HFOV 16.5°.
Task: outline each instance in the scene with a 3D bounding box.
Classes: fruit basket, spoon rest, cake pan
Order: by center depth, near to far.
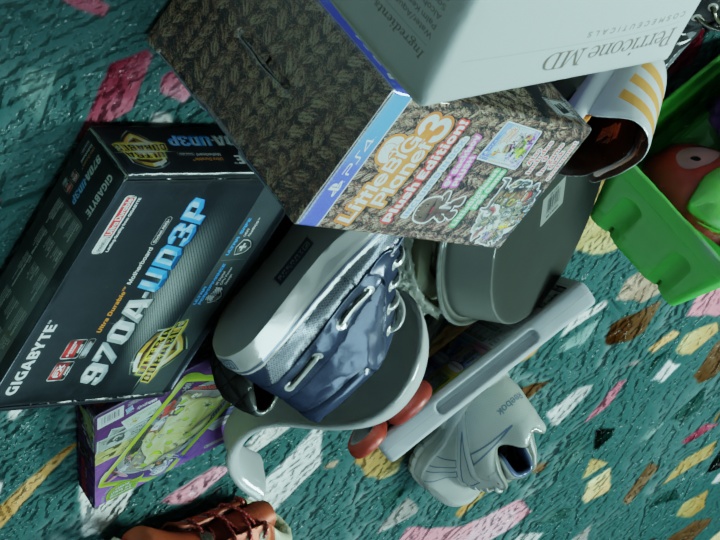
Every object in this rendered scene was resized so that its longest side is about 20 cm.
[{"bbox_3d":[0.114,-0.051,1.677,0.200,0.037,0.201,-49,151,-39],"label":"cake pan"},{"bbox_3d":[-0.028,0.086,1.700,0.060,0.100,0.200,24,129,-36],"label":"spoon rest"},{"bbox_3d":[0.287,-0.083,1.750,0.215,0.156,0.216,-42,175,-4],"label":"fruit basket"}]

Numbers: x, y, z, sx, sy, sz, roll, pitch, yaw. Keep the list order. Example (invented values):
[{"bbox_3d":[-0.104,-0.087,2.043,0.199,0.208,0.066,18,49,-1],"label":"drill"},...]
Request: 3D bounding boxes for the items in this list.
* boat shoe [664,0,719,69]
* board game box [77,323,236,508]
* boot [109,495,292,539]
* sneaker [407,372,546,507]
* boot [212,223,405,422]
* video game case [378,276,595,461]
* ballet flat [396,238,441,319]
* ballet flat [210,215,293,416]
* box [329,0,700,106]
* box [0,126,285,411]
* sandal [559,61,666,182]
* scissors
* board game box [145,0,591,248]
[{"bbox_3d":[0.231,-0.193,1.635,0.201,0.066,0.070,-58,153,14],"label":"boat shoe"},{"bbox_3d":[-0.103,0.082,1.714,0.199,0.032,0.120,-26,146,-23],"label":"board game box"},{"bbox_3d":[-0.116,0.203,1.837,0.107,0.075,0.200,-45,160,5],"label":"boot"},{"bbox_3d":[0.094,0.145,1.964,0.074,0.087,0.200,-36,160,-22],"label":"sneaker"},{"bbox_3d":[0.000,0.000,1.584,0.090,0.073,0.200,37,101,-32],"label":"boot"},{"bbox_3d":[0.080,0.066,1.806,0.182,0.022,0.200,-38,-176,-2],"label":"video game case"},{"bbox_3d":[0.049,-0.037,1.677,0.071,0.072,0.201,-27,150,-20],"label":"ballet flat"},{"bbox_3d":[-0.035,0.003,1.628,0.066,0.057,0.201,11,111,-47],"label":"ballet flat"},{"bbox_3d":[0.076,-0.222,1.299,0.198,0.200,0.172,-14,145,-40],"label":"box"},{"bbox_3d":[-0.141,-0.002,1.528,0.158,0.046,0.200,-2,135,-48],"label":"box"},{"bbox_3d":[0.146,-0.077,1.562,0.207,0.059,0.079,-53,178,-33],"label":"sandal"},{"bbox_3d":[0.029,0.075,1.768,0.073,0.014,0.200,-41,-169,19],"label":"scissors"},{"bbox_3d":[0.007,-0.107,1.430,0.199,0.160,0.097,5,129,-53],"label":"board game box"}]
